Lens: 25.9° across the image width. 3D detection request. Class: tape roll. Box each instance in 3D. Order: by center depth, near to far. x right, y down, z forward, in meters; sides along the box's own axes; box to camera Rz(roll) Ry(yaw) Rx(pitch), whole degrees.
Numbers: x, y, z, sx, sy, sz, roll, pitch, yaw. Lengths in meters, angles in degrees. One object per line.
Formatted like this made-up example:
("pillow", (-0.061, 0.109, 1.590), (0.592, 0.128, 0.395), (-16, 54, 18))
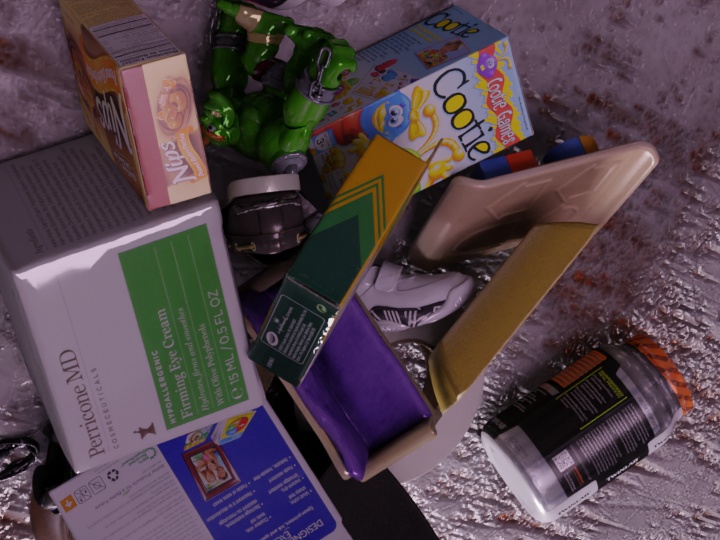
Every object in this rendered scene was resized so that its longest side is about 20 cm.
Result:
("tape roll", (0.031, 0.113, 1.525), (0.203, 0.037, 0.203), (-10, 110, -28))

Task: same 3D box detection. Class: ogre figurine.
("ogre figurine", (-0.073, -0.145, 1.260), (0.098, 0.200, 0.120), (1, 108, -53))

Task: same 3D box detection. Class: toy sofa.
("toy sofa", (-0.019, 0.077, 1.345), (0.083, 0.098, 0.200), (-33, 90, 13))

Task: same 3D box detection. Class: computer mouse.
("computer mouse", (-0.271, 0.132, 1.409), (0.200, 0.034, 0.059), (-40, 125, -3))

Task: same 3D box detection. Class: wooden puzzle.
("wooden puzzle", (0.155, -0.069, 1.468), (0.200, 0.046, 0.185), (-10, 160, -18))

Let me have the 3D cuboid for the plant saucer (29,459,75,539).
("plant saucer", (-0.211, 0.220, 1.483), (0.200, 0.032, 0.201), (-10, 116, -22))

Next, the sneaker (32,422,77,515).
("sneaker", (-0.239, 0.213, 1.397), (0.111, 0.077, 0.200), (-6, 108, -27))

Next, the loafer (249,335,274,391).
("loafer", (-0.119, 0.133, 1.415), (0.200, 0.067, 0.076), (-60, 145, -33))

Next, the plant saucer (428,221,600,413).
("plant saucer", (0.128, 0.036, 1.452), (0.048, 0.200, 0.200), (39, 82, 5))

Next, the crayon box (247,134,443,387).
("crayon box", (-0.012, -0.019, 1.253), (0.052, 0.200, 0.126), (31, 143, 2))

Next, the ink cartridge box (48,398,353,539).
("ink cartridge box", (-0.126, 0.218, 1.307), (0.197, 0.200, 0.047), (-31, 167, -8))

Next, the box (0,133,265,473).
("box", (-0.202, 0.015, 1.286), (0.171, 0.200, 0.199), (-19, 121, -14))

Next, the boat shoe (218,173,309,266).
("boat shoe", (-0.078, -0.033, 1.245), (0.072, 0.201, 0.061), (-8, 86, -5))

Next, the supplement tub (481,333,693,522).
("supplement tub", (0.235, 0.159, 1.613), (0.200, 0.123, 0.123), (-33, 123, -7))

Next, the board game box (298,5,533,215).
("board game box", (0.035, -0.136, 1.386), (0.200, 0.105, 0.103), (-27, 123, -11))

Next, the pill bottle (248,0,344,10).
("pill bottle", (-0.096, -0.277, 1.251), (0.200, 0.112, 0.113), (15, 106, -30))

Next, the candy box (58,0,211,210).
("candy box", (-0.179, -0.140, 1.224), (0.055, 0.200, 0.116), (-18, 120, -17))

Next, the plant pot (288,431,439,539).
("plant pot", (-0.062, 0.257, 1.443), (0.200, 0.200, 0.178), (-48, 125, -49))

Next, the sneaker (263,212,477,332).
("sneaker", (0.000, 0.000, 1.417), (0.200, 0.075, 0.115), (-12, 96, 6))

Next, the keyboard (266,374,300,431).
("keyboard", (-0.031, 0.152, 1.544), (0.200, 0.021, 0.127), (35, 96, -35))
